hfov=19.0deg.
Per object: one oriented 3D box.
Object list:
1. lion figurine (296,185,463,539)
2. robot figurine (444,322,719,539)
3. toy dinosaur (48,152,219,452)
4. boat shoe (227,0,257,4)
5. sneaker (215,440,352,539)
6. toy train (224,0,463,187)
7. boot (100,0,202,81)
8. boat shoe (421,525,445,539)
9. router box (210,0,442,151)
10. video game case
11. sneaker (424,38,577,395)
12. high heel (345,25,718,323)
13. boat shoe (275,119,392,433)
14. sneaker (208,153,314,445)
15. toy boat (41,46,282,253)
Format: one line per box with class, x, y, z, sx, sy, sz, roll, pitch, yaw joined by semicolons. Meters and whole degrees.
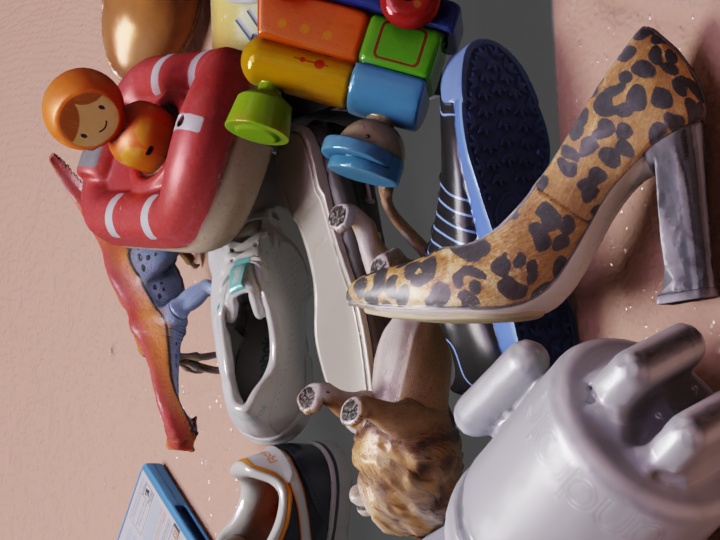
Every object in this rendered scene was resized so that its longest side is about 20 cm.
lion figurine;0.028;0.051;1.252;0.072;0.122;0.200;5;76;44
robot figurine;0.115;0.113;1.082;0.170;0.113;0.200;52;132;21
toy dinosaur;-0.144;0.034;1.464;0.105;0.200;0.182;105;180;-45
boat shoe;-0.063;-0.212;1.329;0.200;0.060;0.076;-14;76;55
sneaker;-0.053;0.210;1.368;0.078;0.079;0.200;-5;85;56
toy train;-0.051;-0.125;1.230;0.085;0.200;0.116;72;-145;-76
boot;-0.144;-0.215;1.478;0.155;0.074;0.200;-84;8;-78
boat shoe;0.040;0.197;1.244;0.200;0.057;0.069;-34;19;39
router box;-0.026;-0.170;1.374;0.200;0.052;0.158;-14;76;56
video game case;-0.131;0.253;1.537;0.200;0.018;0.143;50;127;46
sneaker;0.064;-0.026;1.210;0.078;0.070;0.200;-21;71;47
high heel;0.084;-0.046;1.120;0.200;0.071;0.143;-6;86;17
boat shoe;0.000;0.000;1.330;0.067;0.057;0.200;-35;65;57
sneaker;-0.068;0.006;1.371;0.075;0.088;0.200;-11;72;12
toy boat;-0.140;-0.087;1.358;0.200;0.131;0.131;3;74;58
